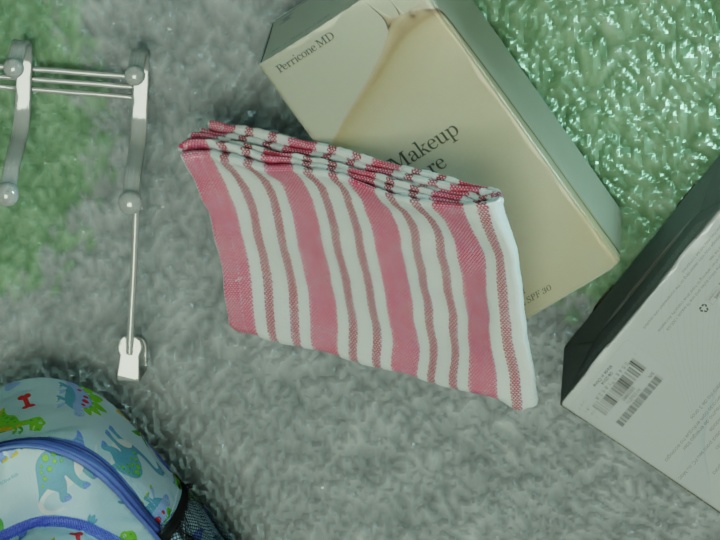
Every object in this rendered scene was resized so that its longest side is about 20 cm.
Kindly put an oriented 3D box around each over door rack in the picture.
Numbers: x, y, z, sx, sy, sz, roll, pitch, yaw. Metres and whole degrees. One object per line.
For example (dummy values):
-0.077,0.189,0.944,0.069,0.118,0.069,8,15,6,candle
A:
-0.189,-0.027,1.657,0.147,0.067,0.201,5,114,4,over door rack

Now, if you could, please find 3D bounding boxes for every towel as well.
0.000,0.000,1.607,0.199,0.030,0.147,15,137,31,towel

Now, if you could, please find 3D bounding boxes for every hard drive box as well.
0.233,0.057,1.648,0.199,0.077,0.156,35,113,-10,hard drive box

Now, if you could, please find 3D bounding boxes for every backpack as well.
-0.175,0.173,1.696,0.182,0.147,0.200,-28,112,17,backpack

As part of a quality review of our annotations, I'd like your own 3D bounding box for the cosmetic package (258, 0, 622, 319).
0.045,-0.070,1.613,0.103,0.073,0.200,-32,108,19,cosmetic package
